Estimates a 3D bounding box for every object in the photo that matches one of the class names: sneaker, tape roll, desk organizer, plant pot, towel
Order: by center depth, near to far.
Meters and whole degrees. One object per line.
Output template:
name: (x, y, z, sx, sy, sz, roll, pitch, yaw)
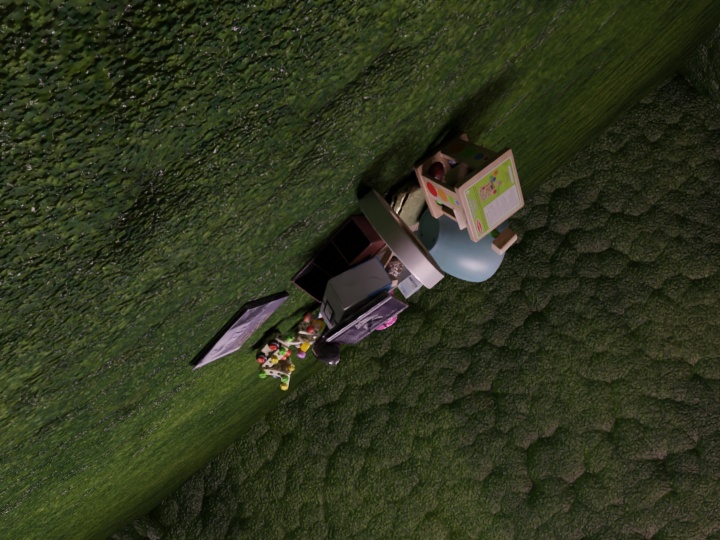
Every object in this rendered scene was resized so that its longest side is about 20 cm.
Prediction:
tape roll: (0.072, -0.057, 0.979, 0.037, 0.204, 0.203, -40, 170, 9)
desk organizer: (-0.042, -0.020, 1.101, 0.200, 0.072, 0.077, -44, 167, 26)
towel: (0.114, -0.146, 1.162, 0.199, 0.036, 0.149, -33, 159, -40)
plant pot: (0.202, -0.081, 1.189, 0.133, 0.203, 0.200, 4, 150, -24)
sneaker: (0.000, 0.000, 1.252, 0.197, 0.076, 0.071, -21, 140, -15)
sneaker: (-0.073, 0.159, 1.464, 0.200, 0.075, 0.117, -93, -156, -73)

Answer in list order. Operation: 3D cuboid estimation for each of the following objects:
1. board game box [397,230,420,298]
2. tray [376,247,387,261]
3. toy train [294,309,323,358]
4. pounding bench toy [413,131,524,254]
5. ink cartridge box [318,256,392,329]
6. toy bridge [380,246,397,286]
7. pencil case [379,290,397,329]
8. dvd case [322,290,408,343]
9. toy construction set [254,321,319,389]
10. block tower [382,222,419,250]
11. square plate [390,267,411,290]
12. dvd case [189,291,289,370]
board game box: (0.131, -0.040, 1.422, 0.064, 0.148, 0.200, -31, 168, -29)
tray: (0.032, -0.049, 1.264, 0.106, 0.023, 0.199, 12, -148, 42)
toy train: (-0.148, 0.159, 1.582, 0.201, 0.055, 0.151, -57, -171, 30)
pounding bench toy: (0.211, -0.136, 1.066, 0.124, 0.156, 0.201, -36, 128, -11)
ink cartridge box: (-0.016, 0.064, 1.138, 0.115, 0.068, 0.201, -26, 162, -21)
toy bridge: (0.050, 0.025, 1.214, 0.066, 0.027, 0.203, -9, 122, -35)
pencil case: (0.057, 0.063, 1.516, 0.092, 0.202, 0.091, -12, 134, 8)
dvd case: (0.016, 0.099, 1.118, 0.148, 0.016, 0.200, -35, 164, 8)
toy construction set: (-0.193, 0.212, 1.421, 0.201, 0.130, 0.093, -52, -157, 21)
block tower: (0.078, -0.098, 1.242, 0.199, 0.054, 0.058, -30, 166, -41)
square plate: (0.008, 0.023, 1.342, 0.197, 0.029, 0.199, -35, -154, -20)
dvd case: (-0.245, 0.122, 1.139, 0.200, 0.016, 0.148, -44, 170, 24)
